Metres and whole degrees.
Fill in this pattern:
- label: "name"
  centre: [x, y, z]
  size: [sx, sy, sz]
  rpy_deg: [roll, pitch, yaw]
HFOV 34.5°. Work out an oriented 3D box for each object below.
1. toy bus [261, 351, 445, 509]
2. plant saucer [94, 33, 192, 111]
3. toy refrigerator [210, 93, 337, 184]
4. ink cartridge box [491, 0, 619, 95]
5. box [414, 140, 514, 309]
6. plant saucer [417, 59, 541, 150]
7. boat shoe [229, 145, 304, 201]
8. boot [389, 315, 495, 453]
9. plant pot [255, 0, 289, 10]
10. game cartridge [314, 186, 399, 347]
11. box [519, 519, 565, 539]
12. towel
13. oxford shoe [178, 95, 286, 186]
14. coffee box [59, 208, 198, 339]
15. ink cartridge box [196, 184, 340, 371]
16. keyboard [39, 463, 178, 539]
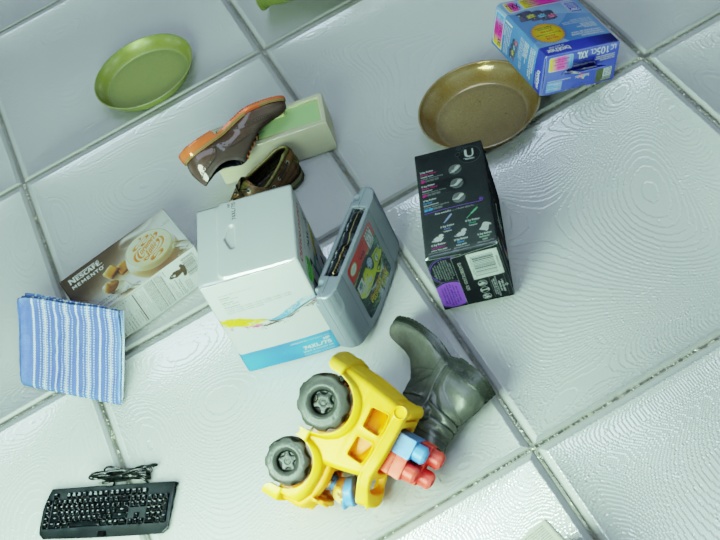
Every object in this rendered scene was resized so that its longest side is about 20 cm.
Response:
- label: "toy bus"
  centre: [-0.001, 0.231, 1.449]
  size: [0.191, 0.136, 0.201]
  rpy_deg: [31, 92, 15]
- label: "plant saucer"
  centre: [-0.400, -0.363, 2.161]
  size: [0.198, 0.031, 0.202]
  rpy_deg: [-11, 49, 12]
- label: "toy refrigerator"
  centre: [-0.145, -0.220, 1.917]
  size: [0.198, 0.070, 0.076]
  rpy_deg: [-17, 48, 8]
- label: "ink cartridge box"
  centre: [0.313, -0.352, 1.821]
  size: [0.135, 0.077, 0.201]
  rpy_deg: [-15, 47, -17]
- label: "box"
  centre: [0.146, -0.065, 1.640]
  size: [0.105, 0.123, 0.202]
  rpy_deg: [-13, 49, 11]
- label: "plant saucer"
  centre: [0.190, -0.253, 1.836]
  size: [0.198, 0.036, 0.202]
  rpy_deg: [-11, 50, 13]
- label: "boat shoe"
  centre: [-0.177, -0.120, 1.848]
  size: [0.072, 0.068, 0.200]
  rpy_deg: [27, 67, 34]
- label: "boot"
  centre: [0.072, 0.152, 1.533]
  size: [0.131, 0.068, 0.200]
  rpy_deg: [-44, 49, -9]
- label: "plant pot"
  centre: [-0.089, -0.581, 2.131]
  size: [0.187, 0.201, 0.202]
  rpy_deg: [3, 52, 9]
- label: "game cartridge"
  centre: [0.000, 0.000, 1.636]
  size: [0.040, 0.134, 0.201]
  rpy_deg: [5, 54, 24]
- label: "box"
  centre: [0.243, 0.377, 1.275]
  size: [0.082, 0.069, 0.200]
  rpy_deg: [-35, 49, -9]
- label: "towel"
  centre: [-0.434, 0.116, 1.723]
  size: [0.198, 0.147, 0.024]
  rpy_deg: [7, 10, 28]
- label: "oxford shoe"
  centre: [-0.192, -0.209, 1.859]
  size: [0.199, 0.071, 0.073]
  rpy_deg: [-36, 86, -12]
- label: "coffee box"
  centre: [-0.349, 0.014, 1.797]
  size: [0.199, 0.080, 0.114]
  rpy_deg: [-36, 49, -10]
- label: "ink cartridge box"
  centre: [-0.129, 0.012, 1.631]
  size: [0.144, 0.201, 0.148]
  rpy_deg: [-15, 48, 8]
- label: "keyboard"
  centre: [-0.348, 0.310, 1.581]
  size: [0.198, 0.040, 0.105]
  rpy_deg: [-7, 51, 15]
